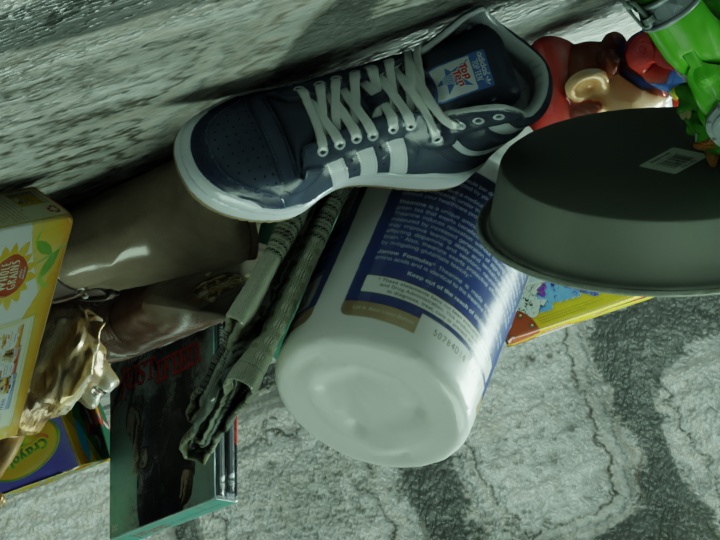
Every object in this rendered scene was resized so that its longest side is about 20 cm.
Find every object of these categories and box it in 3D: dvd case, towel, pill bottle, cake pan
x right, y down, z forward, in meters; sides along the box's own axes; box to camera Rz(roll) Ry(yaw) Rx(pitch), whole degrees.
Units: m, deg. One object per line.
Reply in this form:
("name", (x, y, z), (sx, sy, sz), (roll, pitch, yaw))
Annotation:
("dvd case", (-0.126, 0.071, 1.838), (0.022, 0.200, 0.146), (11, 159, -31))
("towel", (-0.049, 0.001, 1.531), (0.035, 0.200, 0.193), (26, 159, -4))
("pill bottle", (0.035, 0.000, 1.509), (0.111, 0.111, 0.200), (-24, -148, 43))
("cake pan", (0.159, -0.040, 1.429), (0.200, 0.037, 0.200), (-2, -158, 1))

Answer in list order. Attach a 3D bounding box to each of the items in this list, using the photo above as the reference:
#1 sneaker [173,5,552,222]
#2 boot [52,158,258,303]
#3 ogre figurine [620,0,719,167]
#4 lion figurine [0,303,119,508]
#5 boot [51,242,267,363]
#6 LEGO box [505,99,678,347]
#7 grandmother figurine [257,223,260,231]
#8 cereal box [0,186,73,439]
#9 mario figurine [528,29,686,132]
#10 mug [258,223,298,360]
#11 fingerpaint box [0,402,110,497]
("sneaker", (0.008, -0.081, 1.392), (0.200, 0.070, 0.108), (-8, 162, -39))
("boot", (-0.137, -0.017, 1.540), (0.146, 0.070, 0.200), (-17, 175, -7))
("ogre figurine", (0.196, -0.119, 1.383), (0.098, 0.120, 0.200), (-20, 175, 12))
("lion figurine", (-0.236, 0.078, 1.655), (0.200, 0.123, 0.072), (-1, 152, 43))
("boot", (-0.156, 0.031, 1.684), (0.186, 0.064, 0.200), (-20, -177, -25))
("LEGO box", (0.171, -0.049, 1.912), (0.200, 0.149, 0.077), (-20, 176, 1))
("grandmother figurine", (-0.122, 0.007, 1.959), (0.200, 0.061, 0.121), (-24, -151, 8))
("cereal box", (-0.246, 0.039, 1.420), (0.200, 0.040, 0.144), (-12, 129, -48))
("mario figurine", (0.183, -0.104, 1.564), (0.200, 0.106, 0.123), (-28, 142, 17))
("mug", (-0.005, 0.005, 1.734), (0.152, 0.114, 0.185), (-16, 140, 38))
("fingerpaint box", (-0.278, 0.129, 1.855), (0.200, 0.073, 0.167), (-20, 178, 4))
